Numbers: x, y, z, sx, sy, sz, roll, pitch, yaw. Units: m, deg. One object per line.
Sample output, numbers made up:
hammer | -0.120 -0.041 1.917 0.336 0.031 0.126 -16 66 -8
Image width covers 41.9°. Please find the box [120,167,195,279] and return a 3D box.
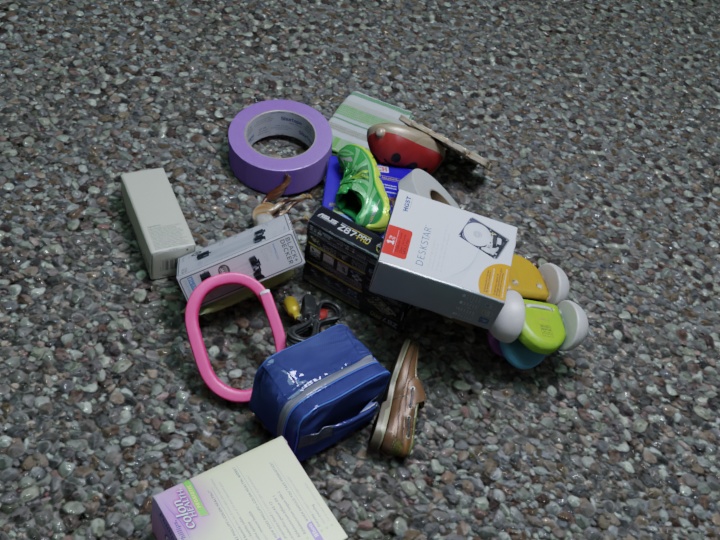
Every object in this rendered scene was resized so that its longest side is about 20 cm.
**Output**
box | -0.351 -0.084 1.622 0.081 0.069 0.201 -11 51 -22

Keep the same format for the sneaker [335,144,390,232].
sneaker | -0.008 -0.150 1.654 0.083 0.074 0.201 -6 49 -20

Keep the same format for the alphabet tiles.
alphabet tiles | 0.169 -0.252 1.849 0.199 0.015 0.195 31 7 15

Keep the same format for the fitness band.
fitness band | -0.189 0.102 1.438 0.142 0.037 0.202 -17 85 -9

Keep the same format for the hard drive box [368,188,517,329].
hard drive box | 0.129 -0.018 1.446 0.198 0.077 0.157 17 52 -1

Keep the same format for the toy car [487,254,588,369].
toy car | 0.263 0.076 1.559 0.173 0.151 0.201 9 40 -24

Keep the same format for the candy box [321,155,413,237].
candy box | 0.012 -0.109 1.724 0.167 0.077 0.201 9 47 -3

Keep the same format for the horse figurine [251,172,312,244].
horse figurine | -0.151 -0.087 1.662 0.131 0.050 0.201 -18 40 11

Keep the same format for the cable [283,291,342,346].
cable | -0.078 0.090 1.497 0.096 0.051 0.200 20 23 -11

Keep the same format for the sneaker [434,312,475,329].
sneaker | 0.121 0.019 1.607 0.199 0.091 0.067 26 2 12

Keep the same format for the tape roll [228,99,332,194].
tape roll | -0.153 -0.238 1.801 0.198 0.066 0.201 3 49 -3

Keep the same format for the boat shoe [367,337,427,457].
boat shoe | 0.068 0.200 1.459 0.067 0.072 0.201 19 55 0

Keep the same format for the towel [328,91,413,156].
towel | 0.007 -0.285 1.926 0.148 0.031 0.201 22 49 11

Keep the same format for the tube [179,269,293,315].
tube | -0.202 0.030 1.563 0.199 0.058 0.052 -28 66 -34

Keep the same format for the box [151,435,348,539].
box | -0.149 0.349 1.245 0.199 0.097 0.176 -21 55 -30

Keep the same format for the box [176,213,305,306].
box | -0.194 -0.016 1.519 0.198 0.061 0.117 -23 20 -3

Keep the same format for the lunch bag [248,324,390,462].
lunch bag | -0.050 0.185 1.393 0.199 0.137 0.132 -24 57 -32

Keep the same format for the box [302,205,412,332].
box | 0.000 0.000 1.559 0.199 0.162 0.049 28 52 14

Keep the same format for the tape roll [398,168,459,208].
tape roll | 0.143 -0.091 1.682 0.203 0.037 0.203 45 22 -24

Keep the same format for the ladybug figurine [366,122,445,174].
ladybug figurine | 0.084 -0.227 1.805 0.135 0.073 0.199 5 -8 38
